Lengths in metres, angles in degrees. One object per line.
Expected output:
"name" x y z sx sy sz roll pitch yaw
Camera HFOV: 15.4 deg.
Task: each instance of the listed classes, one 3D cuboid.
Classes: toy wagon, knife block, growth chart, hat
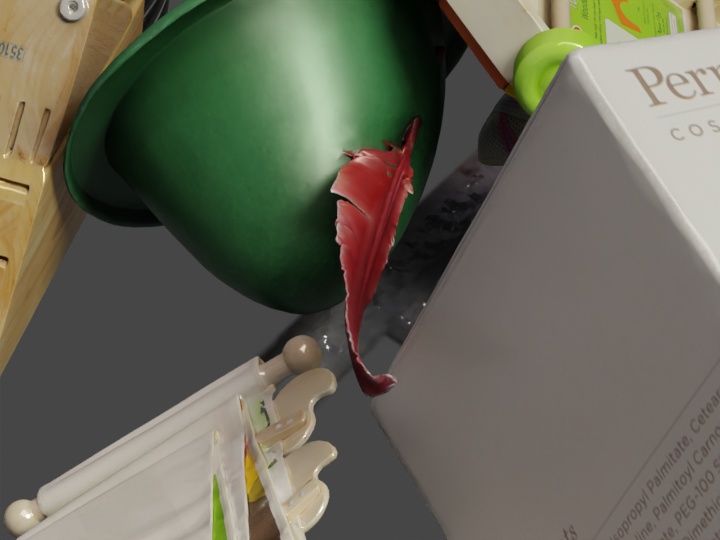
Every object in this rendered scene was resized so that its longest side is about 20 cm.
"toy wagon" 0.076 -0.096 0.919 0.199 0.040 0.156 31 32 -18
"knife block" -0.124 -0.061 1.022 0.064 0.176 0.201 16 91 7
"growth chart" -0.068 0.099 0.824 0.144 0.018 0.200 -26 28 17
"hat" 0.000 0.000 0.922 0.199 0.166 0.177 -8 59 -43

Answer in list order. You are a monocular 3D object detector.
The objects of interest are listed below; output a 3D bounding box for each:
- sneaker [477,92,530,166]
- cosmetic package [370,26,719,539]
"sneaker" 0.108 0.002 0.987 0.081 0.088 0.201 1 61 -48
"cosmetic package" 0.138 0.052 0.779 0.166 0.167 0.201 -12 56 -34
